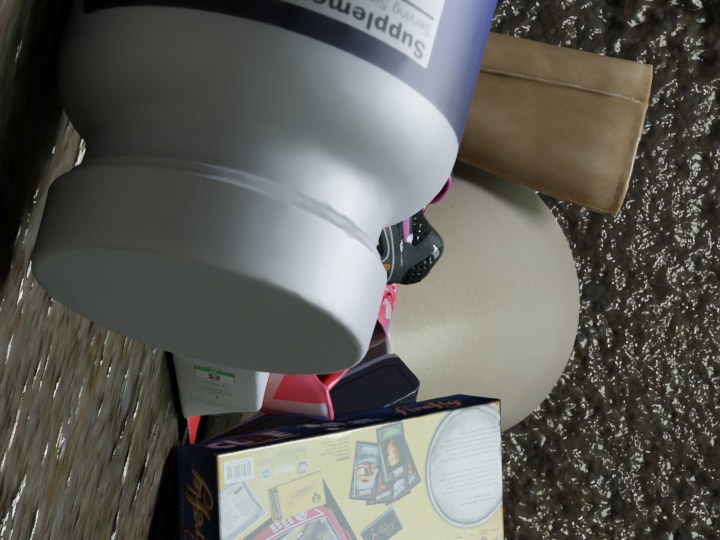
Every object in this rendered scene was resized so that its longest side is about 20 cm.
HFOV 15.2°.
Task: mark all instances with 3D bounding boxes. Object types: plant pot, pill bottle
[{"bbox_3d":[0.011,0.031,1.598,0.200,0.187,0.188,-21,127,-67],"label":"plant pot"},{"bbox_3d":[-0.019,-0.080,0.752,0.116,0.115,0.201,96,9,-73],"label":"pill bottle"}]

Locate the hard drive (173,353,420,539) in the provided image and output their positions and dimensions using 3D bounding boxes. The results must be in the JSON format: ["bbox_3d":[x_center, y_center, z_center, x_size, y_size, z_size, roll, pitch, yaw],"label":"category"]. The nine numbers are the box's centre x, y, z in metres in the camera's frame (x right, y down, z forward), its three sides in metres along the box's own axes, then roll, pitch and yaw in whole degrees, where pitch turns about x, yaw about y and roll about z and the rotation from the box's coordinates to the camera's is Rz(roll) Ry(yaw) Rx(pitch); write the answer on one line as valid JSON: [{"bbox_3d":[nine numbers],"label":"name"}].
[{"bbox_3d":[-0.042,0.144,1.502,0.139,0.033,0.200,-25,147,-28],"label":"hard drive"}]

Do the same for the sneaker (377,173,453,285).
[{"bbox_3d":[0.006,-0.063,1.427,0.080,0.086,0.201,118,-20,-50],"label":"sneaker"}]

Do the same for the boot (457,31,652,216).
[{"bbox_3d":[0.079,-0.137,1.638,0.066,0.199,0.176,93,11,-77],"label":"boot"}]

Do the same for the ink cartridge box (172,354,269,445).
[{"bbox_3d":[-0.048,-0.005,1.318,0.200,0.050,0.161,89,15,-72],"label":"ink cartridge box"}]

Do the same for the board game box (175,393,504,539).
[{"bbox_3d":[-0.006,0.145,1.405,0.200,0.035,0.136,-7,98,-42],"label":"board game box"}]

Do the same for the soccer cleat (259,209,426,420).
[{"bbox_3d":[0.000,0.000,1.450,0.200,0.076,0.067,-53,147,-29],"label":"soccer cleat"}]
